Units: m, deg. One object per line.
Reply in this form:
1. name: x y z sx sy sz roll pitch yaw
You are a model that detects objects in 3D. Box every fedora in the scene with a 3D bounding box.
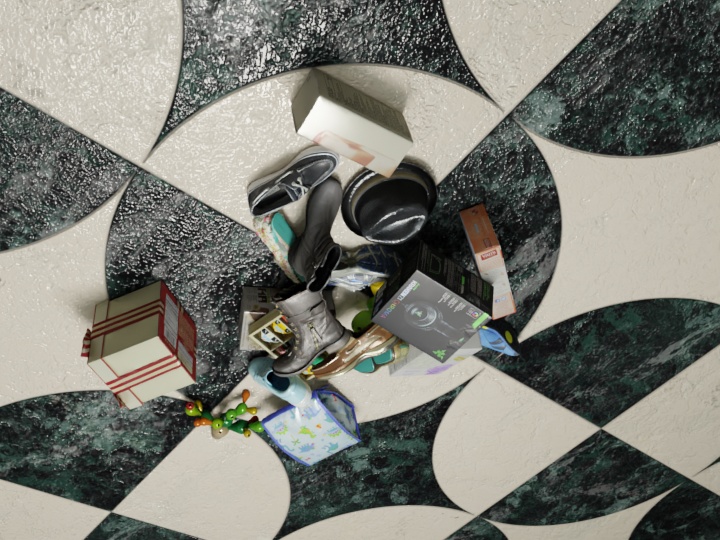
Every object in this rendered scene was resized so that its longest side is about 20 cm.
1. fedora: 0.061 -0.112 1.526 0.195 0.093 0.204 -6 132 -6

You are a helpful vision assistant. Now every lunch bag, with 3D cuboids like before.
1. lunch bag: -0.121 0.365 1.897 0.168 0.129 0.200 -30 140 16

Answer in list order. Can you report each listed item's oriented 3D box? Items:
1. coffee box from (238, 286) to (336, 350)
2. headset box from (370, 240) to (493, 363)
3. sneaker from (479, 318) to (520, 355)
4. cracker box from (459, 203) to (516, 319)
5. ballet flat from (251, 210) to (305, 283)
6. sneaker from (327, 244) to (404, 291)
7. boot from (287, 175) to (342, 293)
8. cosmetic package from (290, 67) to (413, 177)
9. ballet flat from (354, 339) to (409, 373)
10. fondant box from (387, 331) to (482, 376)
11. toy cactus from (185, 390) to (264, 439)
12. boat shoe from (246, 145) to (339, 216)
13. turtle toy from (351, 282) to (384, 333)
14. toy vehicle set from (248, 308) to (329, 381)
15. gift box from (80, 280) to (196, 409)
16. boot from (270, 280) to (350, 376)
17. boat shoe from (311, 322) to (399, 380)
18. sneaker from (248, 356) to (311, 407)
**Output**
1. coffee box: -0.159 0.106 1.686 0.195 0.081 0.115 2 130 -14
2. headset box: 0.149 0.070 1.566 0.198 0.094 0.174 31 129 -14
3. sneaker: 0.297 0.149 1.836 0.078 0.067 0.199 -31 131 33
4. cracker box: 0.264 -0.017 1.625 0.056 0.136 0.202 -18 133 6
5. ballet flat: -0.155 -0.047 1.572 0.063 0.076 0.202 1 136 31
6. sneaker: 0.000 0.000 1.641 0.194 0.078 0.086 2 142 -3
7. boot: -0.064 -0.066 1.484 0.068 0.132 0.204 13 105 -30
8. cosmetic package: -0.015 -0.257 1.377 0.197 0.105 0.088 23 124 -27
9. ballet flat: 0.045 0.192 1.781 0.069 0.072 0.199 19 157 -25
10. fondant box: 0.163 0.183 1.773 0.141 0.060 0.200 0 158 -25
11. toy cactus: -0.332 0.357 1.887 0.195 0.104 0.165 7 149 -21
12. boat shoe: -0.124 -0.161 1.462 0.196 0.069 0.072 -24 132 10
13. turtle toy: 0.072 0.089 1.704 0.196 0.102 0.147 -18 133 5
14. toy vehicle set: -0.128 0.149 1.657 0.123 0.027 0.200 -33 130 16
15. gift box: -0.454 0.161 1.601 0.183 0.202 0.187 -20 128 9
16. boot: -0.129 0.109 1.569 0.197 0.070 0.175 -30 125 8
17. boat shoe: -0.017 0.158 1.642 0.197 0.076 0.075 -28 100 1
18. sneaker: -0.191 0.229 1.732 0.075 0.197 0.082 -58 137 -14
